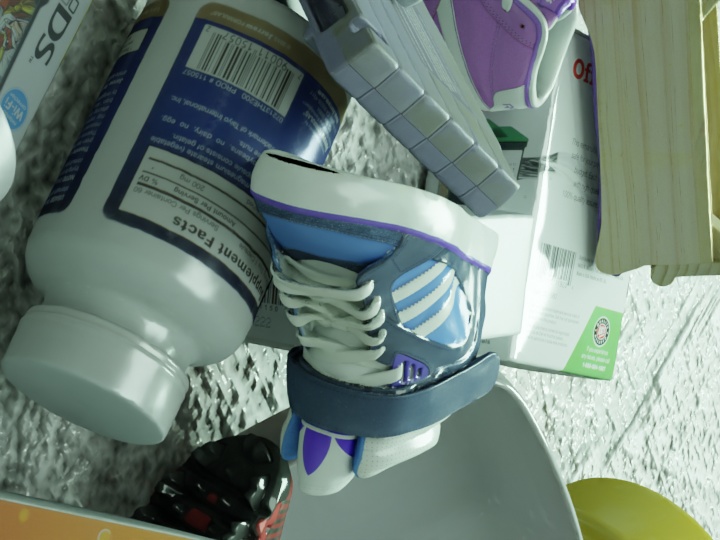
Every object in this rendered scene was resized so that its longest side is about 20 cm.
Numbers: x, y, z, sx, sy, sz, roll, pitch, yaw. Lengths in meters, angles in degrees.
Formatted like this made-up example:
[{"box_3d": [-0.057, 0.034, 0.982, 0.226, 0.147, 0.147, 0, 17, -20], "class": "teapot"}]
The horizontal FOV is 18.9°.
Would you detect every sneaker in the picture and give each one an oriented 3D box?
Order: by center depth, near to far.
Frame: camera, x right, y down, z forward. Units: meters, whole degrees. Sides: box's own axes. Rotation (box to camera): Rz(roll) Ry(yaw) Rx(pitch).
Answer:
[{"box_3d": [-0.004, 0.034, 0.992, 0.200, 0.080, 0.147, 21, 86, -64], "class": "sneaker"}, {"box_3d": [-0.082, 0.173, 1.072, 0.098, 0.071, 0.201, 20, 98, -52], "class": "sneaker"}, {"box_3d": [0.070, -0.185, 1.213, 0.073, 0.114, 0.201, -41, 129, -43], "class": "sneaker"}]

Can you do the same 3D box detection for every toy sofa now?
[{"box_3d": [0.186, -0.097, 1.305, 0.083, 0.097, 0.201, -69, 154, -68], "class": "toy sofa"}]

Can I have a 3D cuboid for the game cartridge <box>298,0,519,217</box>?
[{"box_3d": [0.003, -0.121, 1.035, 0.038, 0.200, 0.130, -34, 133, 10], "class": "game cartridge"}]

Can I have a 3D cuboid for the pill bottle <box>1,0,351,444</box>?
[{"box_3d": [-0.088, -0.025, 1.010, 0.111, 0.111, 0.201, 50, 57, -50], "class": "pill bottle"}]

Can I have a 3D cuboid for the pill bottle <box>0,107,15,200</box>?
[{"box_3d": [-0.222, -0.009, 0.808, 0.200, 0.111, 0.111, -45, 133, -43], "class": "pill bottle"}]

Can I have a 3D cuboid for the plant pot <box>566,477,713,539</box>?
[{"box_3d": [0.112, 0.250, 1.325, 0.188, 0.200, 0.202, -20, 115, -40], "class": "plant pot"}]

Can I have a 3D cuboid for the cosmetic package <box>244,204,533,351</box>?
[{"box_3d": [0.000, 0.000, 1.162, 0.200, 0.101, 0.072, -4, 101, -56], "class": "cosmetic package"}]

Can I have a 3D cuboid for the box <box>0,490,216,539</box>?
[{"box_3d": [-0.155, 0.159, 0.936, 0.200, 0.097, 0.125, 19, 81, -46], "class": "box"}]

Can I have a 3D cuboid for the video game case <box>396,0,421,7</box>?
[{"box_3d": [-0.005, -0.253, 1.056, 0.200, 0.024, 0.182, 48, 41, -19], "class": "video game case"}]

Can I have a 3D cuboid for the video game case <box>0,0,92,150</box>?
[{"box_3d": [-0.173, -0.169, 0.922, 0.200, 0.025, 0.181, 51, 56, -50], "class": "video game case"}]

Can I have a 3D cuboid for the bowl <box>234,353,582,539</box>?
[{"box_3d": [0.007, 0.133, 1.171, 0.199, 0.075, 0.200, -27, 131, -2], "class": "bowl"}]

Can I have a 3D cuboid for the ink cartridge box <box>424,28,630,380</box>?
[{"box_3d": [0.107, -0.041, 1.331, 0.146, 0.084, 0.201, 15, 84, -58], "class": "ink cartridge box"}]

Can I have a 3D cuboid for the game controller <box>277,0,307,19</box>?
[{"box_3d": [-0.029, -0.203, 1.133, 0.104, 0.042, 0.201, -39, 130, -27], "class": "game controller"}]
